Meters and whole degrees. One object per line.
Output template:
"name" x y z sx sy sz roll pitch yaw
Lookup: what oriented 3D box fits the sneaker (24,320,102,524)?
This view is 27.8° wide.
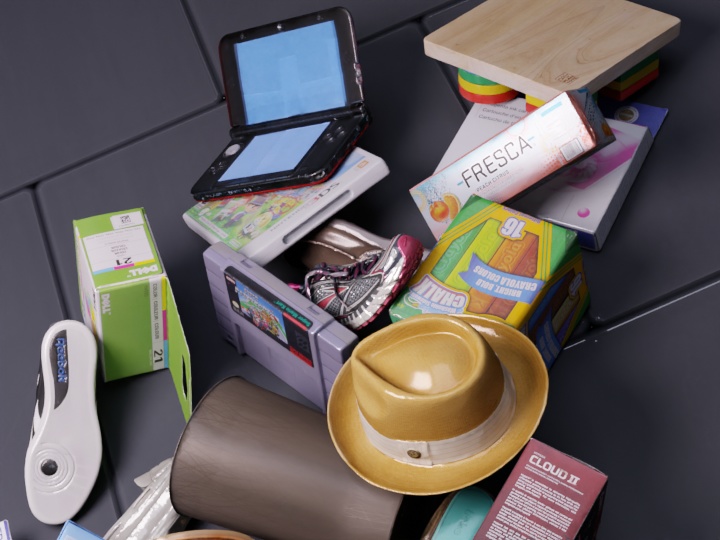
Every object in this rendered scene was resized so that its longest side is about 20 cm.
"sneaker" -0.296 0.151 1.473 0.073 0.112 0.201 6 88 -10

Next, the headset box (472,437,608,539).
"headset box" 0.135 0.248 1.216 0.077 0.149 0.200 25 66 17

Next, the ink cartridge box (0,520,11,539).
"ink cartridge box" -0.399 0.358 1.356 0.199 0.043 0.197 -21 52 -4

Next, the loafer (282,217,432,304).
"loafer" 0.000 0.000 1.488 0.199 0.073 0.071 13 60 25

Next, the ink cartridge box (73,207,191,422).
"ink cartridge box" -0.226 0.060 1.454 0.075 0.148 0.200 -11 50 -16

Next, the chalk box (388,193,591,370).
"chalk box" 0.115 0.052 1.385 0.124 0.124 0.200 22 64 29

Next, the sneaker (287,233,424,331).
"sneaker" -0.015 0.019 1.406 0.075 0.200 0.081 48 44 -6

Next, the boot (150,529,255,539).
"boot" -0.103 0.315 1.247 0.199 0.077 0.156 21 50 -24

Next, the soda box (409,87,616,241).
"soda box" 0.150 -0.105 1.447 0.200 0.068 0.064 -31 84 28

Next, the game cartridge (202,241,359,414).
"game cartridge" -0.076 0.064 1.428 0.200 0.130 0.038 33 61 33

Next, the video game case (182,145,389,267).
"video game case" -0.084 -0.081 1.553 0.182 0.022 0.200 -37 27 -11

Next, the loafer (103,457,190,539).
"loafer" -0.185 0.211 1.392 0.070 0.070 0.200 25 65 20

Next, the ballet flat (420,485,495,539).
"ballet flat" 0.055 0.277 1.271 0.068 0.072 0.200 29 66 13

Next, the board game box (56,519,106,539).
"board game box" -0.205 0.332 1.270 0.199 0.037 0.152 28 62 -3

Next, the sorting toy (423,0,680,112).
"sorting toy" 0.206 -0.231 1.571 0.198 0.070 0.200 28 48 36

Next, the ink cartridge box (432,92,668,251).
"ink cartridge box" 0.200 -0.130 1.547 0.196 0.043 0.200 16 62 26

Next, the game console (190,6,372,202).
"game console" -0.099 -0.177 1.575 0.199 0.119 0.173 -6 36 39

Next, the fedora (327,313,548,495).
"fedora" 0.057 0.094 1.239 0.200 0.082 0.201 -12 47 13

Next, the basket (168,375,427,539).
"basket" -0.046 0.191 1.322 0.199 0.180 0.137 18 92 15
